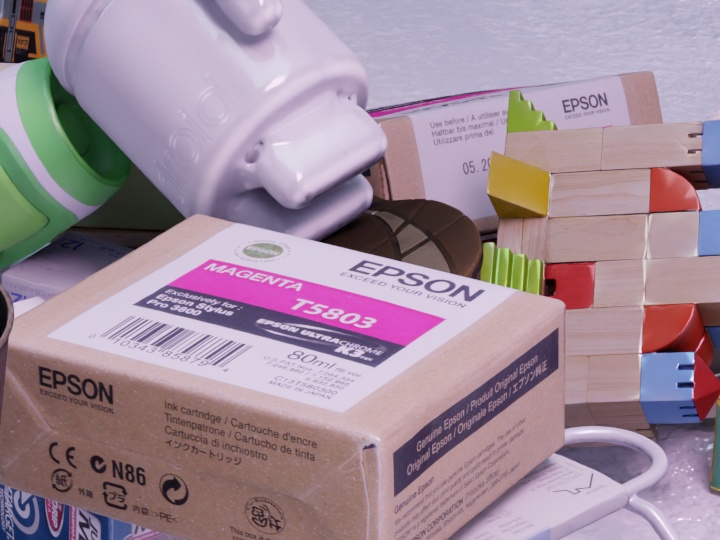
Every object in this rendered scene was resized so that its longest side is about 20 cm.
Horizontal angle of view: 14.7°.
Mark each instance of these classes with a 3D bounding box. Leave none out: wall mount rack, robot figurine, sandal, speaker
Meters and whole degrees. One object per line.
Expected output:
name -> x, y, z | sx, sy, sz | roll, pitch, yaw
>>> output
wall mount rack -> 0.079, 0.140, 1.206 | 0.200, 0.075, 0.173 | -21, 31, -40
robot figurine -> -0.075, -0.098, 1.346 | 0.113, 0.170, 0.200 | -30, 64, -33
sandal -> 0.000, 0.000, 1.371 | 0.081, 0.055, 0.200 | -22, 18, -25
speaker -> -0.217, -0.035, 1.423 | 0.199, 0.089, 0.089 | -26, 16, 22

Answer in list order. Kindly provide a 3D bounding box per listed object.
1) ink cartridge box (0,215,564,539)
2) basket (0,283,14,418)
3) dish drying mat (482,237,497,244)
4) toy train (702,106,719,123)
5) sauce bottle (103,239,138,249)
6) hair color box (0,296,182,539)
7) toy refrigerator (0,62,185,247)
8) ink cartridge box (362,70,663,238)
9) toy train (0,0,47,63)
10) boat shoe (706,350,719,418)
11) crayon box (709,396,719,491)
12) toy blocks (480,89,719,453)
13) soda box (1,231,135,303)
ink cartridge box -> -0.035, 0.052, 1.202 | 0.199, 0.075, 0.165 | 13, 27, 28
basket -> -0.209, 0.117, 1.060 | 0.136, 0.201, 0.180 | 15, 26, 27
dish drying mat -> -0.004, 0.002, 1.502 | 0.199, 0.018, 0.077 | -9, -2, -10
toy train -> 0.210, -0.016, 1.458 | 0.150, 0.200, 0.056 | -3, 63, -13
sauce bottle -> -0.139, -0.044, 1.575 | 0.066, 0.066, 0.200 | 2, 29, -3
hair color box -> -0.135, 0.084, 1.307 | 0.100, 0.061, 0.200 | -17, 31, -36
toy refrigerator -> -0.150, -0.060, 1.485 | 0.199, 0.076, 0.070 | 3, 41, 16
ink cartridge box -> 0.046, -0.058, 1.551 | 0.199, 0.075, 0.164 | -12, 5, -35
toy train -> -0.214, -0.124, 1.644 | 0.085, 0.115, 0.200 | 9, 4, 12
boat shoe -> 0.105, 0.027, 1.453 | 0.201, 0.061, 0.072 | 10, 25, 21
crayon box -> 0.298, 0.081, 1.367 | 0.199, 0.059, 0.172 | 17, 28, 30
toy blocks -> 0.136, 0.006, 1.353 | 0.136, 0.100, 0.201 | -2, 62, 16
soda box -> -0.082, 0.040, 1.404 | 0.199, 0.064, 0.068 | 14, 25, 21
